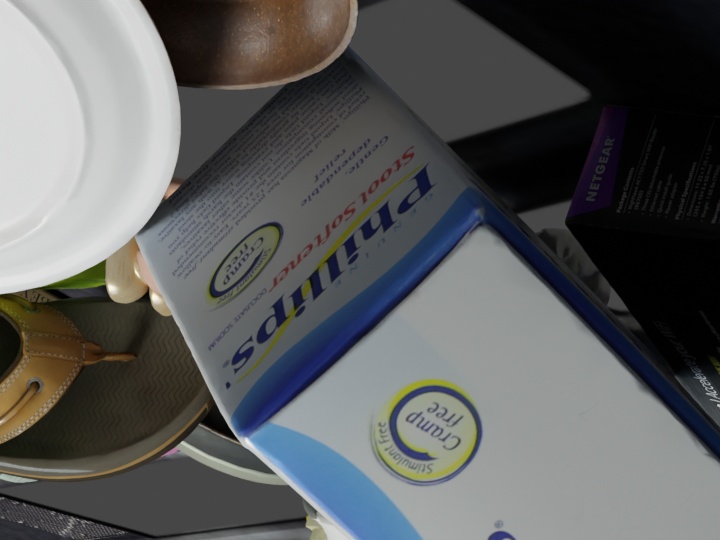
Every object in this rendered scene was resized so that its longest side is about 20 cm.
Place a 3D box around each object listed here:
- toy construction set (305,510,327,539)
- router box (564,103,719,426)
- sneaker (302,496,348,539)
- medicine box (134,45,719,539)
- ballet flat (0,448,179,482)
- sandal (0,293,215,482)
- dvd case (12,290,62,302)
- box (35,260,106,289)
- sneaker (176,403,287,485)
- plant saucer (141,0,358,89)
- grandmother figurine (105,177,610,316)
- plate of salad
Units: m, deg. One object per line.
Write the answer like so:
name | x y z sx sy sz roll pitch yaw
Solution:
toy construction set | 0.048 0.141 1.350 0.131 0.092 0.200 -1 139 42
router box | 0.176 0.019 0.983 0.149 0.051 0.200 8 156 31
sneaker | 0.079 0.107 1.095 0.199 0.075 0.087 8 136 20
medicine box | 0.037 0.041 0.927 0.182 0.103 0.200 44 -176 -23
ballet flat | -0.110 0.054 1.251 0.071 0.069 0.200 -15 172 23
sandal | -0.154 0.036 1.149 0.199 0.082 0.055 8 156 -3
dvd case | -0.236 -0.004 1.333 0.200 0.016 0.149 30 156 -26
box | -0.209 -0.015 1.123 0.122 0.048 0.200 -1 178 37
sneaker | 0.007 0.045 1.177 0.199 0.075 0.106 11 155 -5
plant saucer | -0.091 -0.123 0.899 0.199 0.035 0.200 18 159 7
grandmother figurine | 0.000 0.000 1.092 0.199 0.061 0.121 5 -178 26
plate of salad | -0.156 -0.069 0.949 0.199 0.048 0.201 6 134 6
